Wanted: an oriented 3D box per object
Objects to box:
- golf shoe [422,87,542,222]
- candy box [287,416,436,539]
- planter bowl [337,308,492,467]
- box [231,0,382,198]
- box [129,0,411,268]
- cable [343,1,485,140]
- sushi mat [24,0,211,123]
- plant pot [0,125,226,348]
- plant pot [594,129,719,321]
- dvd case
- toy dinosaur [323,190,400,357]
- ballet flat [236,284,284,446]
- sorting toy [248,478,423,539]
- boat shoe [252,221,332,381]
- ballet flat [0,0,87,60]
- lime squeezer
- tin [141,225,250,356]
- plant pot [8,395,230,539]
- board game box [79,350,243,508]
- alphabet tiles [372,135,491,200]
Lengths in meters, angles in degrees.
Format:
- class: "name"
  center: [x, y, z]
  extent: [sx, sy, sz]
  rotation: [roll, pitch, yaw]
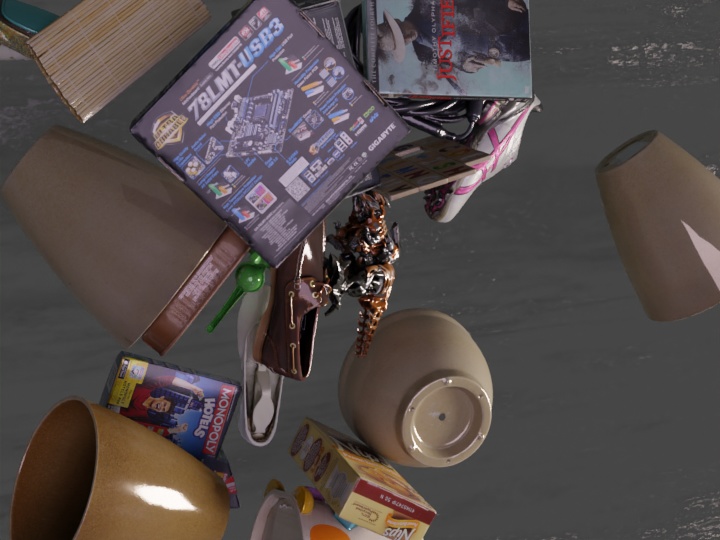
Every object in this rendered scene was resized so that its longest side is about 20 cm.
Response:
- class: "golf shoe"
  center: [0.152, -0.140, 1.242]
  extent: [0.092, 0.073, 0.201]
  rotation: [27, 96, -26]
- class: "candy box"
  center: [-0.003, 0.254, 1.240]
  extent: [0.115, 0.200, 0.056]
  rotation: [30, 91, -24]
- class: "planter bowl"
  center: [0.084, 0.165, 1.280]
  extent: [0.198, 0.135, 0.202]
  rotation: [-6, 109, -17]
- class: "box"
  center: [-0.061, -0.188, 1.105]
  extent: [0.085, 0.164, 0.202]
  rotation: [-19, 112, -13]
- class: "box"
  center: [-0.087, -0.140, 0.997]
  extent: [0.200, 0.050, 0.198]
  rotation: [-45, 108, 4]
- class: "cable"
  center: [0.064, -0.251, 1.173]
  extent: [0.199, 0.051, 0.164]
  rotation: [22, 87, -11]
- class: "sushi mat"
  center: [-0.247, -0.250, 1.063]
  extent: [0.200, 0.012, 0.096]
  rotation: [-47, 119, -27]
- class: "plant pot"
  center: [-0.268, -0.053, 1.076]
  extent: [0.200, 0.187, 0.188]
  rotation: [39, 92, -10]
- class: "plant pot"
  center: [0.393, -0.072, 1.303]
  extent: [0.187, 0.187, 0.201]
  rotation: [-37, 100, -5]
- class: "dvd case"
  center: [0.099, -0.266, 1.153]
  extent: [0.198, 0.022, 0.147]
  rotation: [-1, 89, -15]
- class: "toy dinosaur"
  center: [0.000, 0.000, 1.224]
  extent: [0.135, 0.102, 0.202]
  rotation: [-10, 82, -37]
- class: "ballet flat"
  center: [-0.115, 0.121, 1.235]
  extent: [0.069, 0.069, 0.202]
  rotation: [0, 106, -19]
- class: "sorting toy"
  center: [-0.023, 0.327, 1.285]
  extent: [0.179, 0.200, 0.108]
  rotation: [10, 80, -25]
- class: "boat shoe"
  center: [-0.065, 0.026, 1.148]
  extent: [0.070, 0.070, 0.202]
  rotation: [-20, 128, -55]
- class: "ballet flat"
  center: [-0.377, -0.251, 1.037]
  extent: [0.199, 0.071, 0.071]
  rotation: [22, 99, -25]
- class: "lime squeezer"
  center: [-0.127, 0.011, 1.166]
  extent: [0.038, 0.200, 0.071]
  rotation: [26, 57, -10]
- class: "tin"
  center: [-0.176, 0.008, 1.153]
  extent: [0.042, 0.112, 0.200]
  rotation: [38, 91, -14]
- class: "plant pot"
  center: [-0.248, 0.252, 1.115]
  extent: [0.199, 0.186, 0.187]
  rotation: [23, 98, -37]
- class: "board game box"
  center: [-0.224, 0.208, 1.227]
  extent: [0.199, 0.062, 0.201]
  rotation: [18, 100, -23]
- class: "alphabet tiles"
  center: [0.046, -0.114, 1.143]
  extent: [0.166, 0.200, 0.008]
  rotation: [-18, 109, -13]
